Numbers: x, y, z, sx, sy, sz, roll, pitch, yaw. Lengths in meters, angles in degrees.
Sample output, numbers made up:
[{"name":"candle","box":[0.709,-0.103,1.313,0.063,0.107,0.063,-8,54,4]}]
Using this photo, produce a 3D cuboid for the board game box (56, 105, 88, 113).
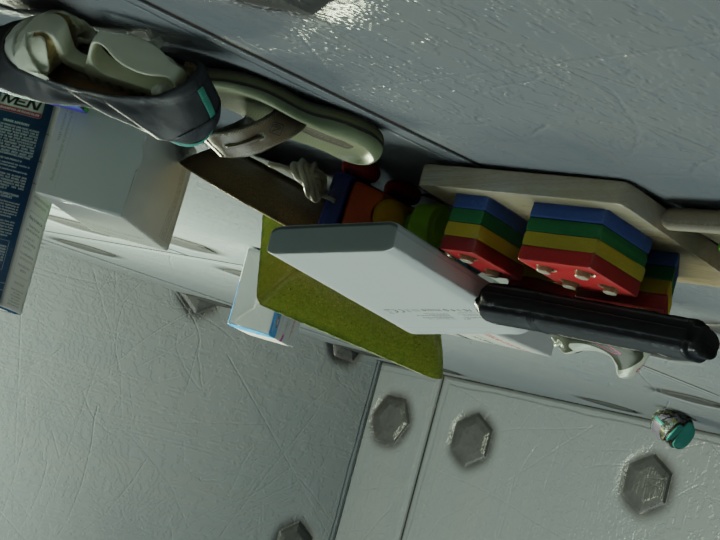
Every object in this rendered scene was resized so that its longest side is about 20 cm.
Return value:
[{"name":"board game box","box":[-0.327,-0.178,1.365,0.199,0.029,0.135,14,173,9]}]

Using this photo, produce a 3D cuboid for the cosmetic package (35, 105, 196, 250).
[{"name":"cosmetic package","box":[-0.212,-0.090,1.509,0.085,0.108,0.200,15,172,8]}]

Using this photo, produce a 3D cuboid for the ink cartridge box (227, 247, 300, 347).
[{"name":"ink cartridge box","box":[-0.130,0.043,2.486,0.068,0.116,0.200,14,174,10]}]

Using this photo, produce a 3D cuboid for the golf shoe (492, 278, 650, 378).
[{"name":"golf shoe","box":[0.183,0.031,1.571,0.200,0.088,0.077,25,-154,29]}]

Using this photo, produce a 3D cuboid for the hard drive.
[{"name":"hard drive","box":[0.035,0.009,1.403,0.132,0.027,0.200,-1,159,39]}]

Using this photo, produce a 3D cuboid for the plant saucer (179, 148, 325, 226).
[{"name":"plant saucer","box":[-0.069,-0.065,1.537,0.200,0.036,0.200,29,-176,-2]}]

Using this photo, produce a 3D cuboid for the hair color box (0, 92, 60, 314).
[{"name":"hair color box","box":[-0.319,-0.066,1.539,0.060,0.201,0.100,15,174,1]}]

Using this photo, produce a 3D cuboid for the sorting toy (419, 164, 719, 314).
[{"name":"sorting toy","box":[0.172,-0.011,1.353,0.200,0.070,0.199,8,167,43]}]

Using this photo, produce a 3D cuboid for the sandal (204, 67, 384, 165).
[{"name":"sandal","box":[-0.075,-0.105,1.247,0.200,0.058,0.080,18,174,-20]}]

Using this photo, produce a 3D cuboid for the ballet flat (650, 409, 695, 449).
[{"name":"ballet flat","box":[0.609,0.304,3.325,0.072,0.072,0.200,13,173,23]}]

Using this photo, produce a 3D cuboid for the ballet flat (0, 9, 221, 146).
[{"name":"ballet flat","box":[-0.188,-0.146,1.173,0.199,0.073,0.073,20,176,16]}]

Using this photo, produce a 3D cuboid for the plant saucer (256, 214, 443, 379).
[{"name":"plant saucer","box":[0.000,0.000,1.667,0.199,0.048,0.200,24,-152,-15]}]

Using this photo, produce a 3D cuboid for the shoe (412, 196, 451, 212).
[{"name":"shoe","box":[0.064,-0.027,1.585,0.091,0.072,0.200,17,179,-30]}]

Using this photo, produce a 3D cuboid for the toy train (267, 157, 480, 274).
[{"name":"toy train","box":[0.021,-0.046,1.404,0.115,0.085,0.200,14,174,34]}]

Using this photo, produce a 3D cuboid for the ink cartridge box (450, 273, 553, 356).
[{"name":"ink cartridge box","box":[0.106,0.026,1.875,0.200,0.085,0.146,11,173,40]}]

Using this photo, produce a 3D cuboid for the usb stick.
[{"name":"usb stick","box":[0.181,0.041,1.320,0.199,0.033,0.055,10,167,37]}]

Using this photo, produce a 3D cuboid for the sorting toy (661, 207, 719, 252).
[{"name":"sorting toy","box":[0.345,-0.002,1.234,0.200,0.037,0.185,19,173,-35]}]
